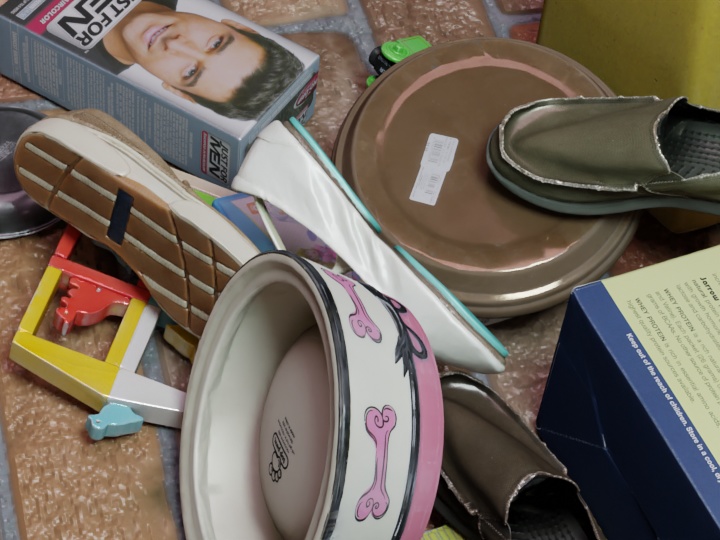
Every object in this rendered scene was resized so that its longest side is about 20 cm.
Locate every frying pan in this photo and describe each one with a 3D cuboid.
[{"bbox_3d":[-0.212,-0.044,1.231,0.115,0.031,0.190,-25,54,-24],"label":"frying pan"}]

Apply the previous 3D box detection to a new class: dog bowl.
[{"bbox_3d":[-0.026,0.092,1.038,0.073,0.200,0.201,7,46,-28],"label":"dog bowl"}]

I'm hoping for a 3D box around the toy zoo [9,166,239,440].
[{"bbox_3d":[-0.130,0.019,1.176,0.130,0.021,0.201,21,51,-2],"label":"toy zoo"}]

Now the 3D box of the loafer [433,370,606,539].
[{"bbox_3d":[0.092,0.124,1.066,0.073,0.072,0.200,-25,58,-24],"label":"loafer"}]

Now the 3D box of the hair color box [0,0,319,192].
[{"bbox_3d":[-0.137,-0.139,1.295,0.199,0.061,0.099,28,53,15],"label":"hair color box"}]

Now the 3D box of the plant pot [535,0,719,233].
[{"bbox_3d":[0.242,-0.181,1.258,0.195,0.201,0.194,-19,43,-20],"label":"plant pot"}]

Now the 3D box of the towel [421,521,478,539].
[{"bbox_3d":[0.097,0.212,1.056,0.143,0.023,0.201,-17,55,-20],"label":"towel"}]

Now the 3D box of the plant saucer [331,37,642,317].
[{"bbox_3d":[0.079,-0.066,1.196,0.199,0.030,0.201,-1,63,3],"label":"plant saucer"}]

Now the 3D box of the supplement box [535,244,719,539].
[{"bbox_3d":[0.239,0.097,1.093,0.199,0.135,0.201,-16,55,-19],"label":"supplement box"}]

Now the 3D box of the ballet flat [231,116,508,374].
[{"bbox_3d":[0.000,0.000,1.120,0.069,0.069,0.200,-38,81,-31],"label":"ballet flat"}]

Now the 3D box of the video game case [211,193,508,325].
[{"bbox_3d":[0.023,-0.013,1.218,0.199,0.018,0.143,-16,54,-28],"label":"video game case"}]

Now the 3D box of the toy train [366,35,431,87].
[{"bbox_3d":[0.080,-0.086,1.267,0.056,0.042,0.200,-17,54,-44],"label":"toy train"}]

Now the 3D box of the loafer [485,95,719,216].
[{"bbox_3d":[0.170,-0.077,1.124,0.199,0.070,0.076,4,62,16],"label":"loafer"}]

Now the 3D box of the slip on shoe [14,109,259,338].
[{"bbox_3d":[-0.116,-0.028,1.154,0.199,0.076,0.061,34,37,14],"label":"slip on shoe"}]
